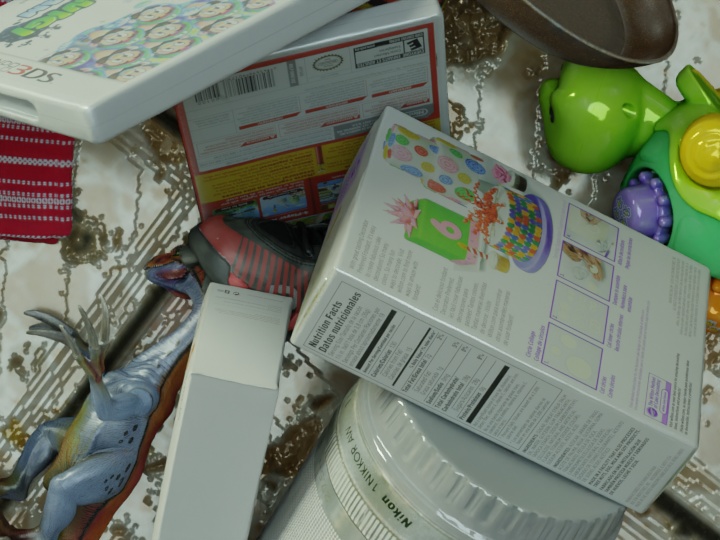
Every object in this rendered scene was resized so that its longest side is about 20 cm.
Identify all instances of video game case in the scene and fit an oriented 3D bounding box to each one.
[{"bbox_3d":[-0.021,-0.062,1.072,0.142,0.200,0.018,-14,56,-4],"label":"video game case"},{"bbox_3d":[-0.107,-0.128,1.006,0.200,0.182,0.024,-32,121,-31],"label":"video game case"}]

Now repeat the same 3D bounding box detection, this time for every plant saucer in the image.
[{"bbox_3d":[0.091,-0.181,1.086,0.200,0.200,0.032,45,120,-4],"label":"plant saucer"}]

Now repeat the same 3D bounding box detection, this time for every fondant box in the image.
[{"bbox_3d":[0.077,0.017,1.009,0.199,0.145,0.058,27,128,-8],"label":"fondant box"}]

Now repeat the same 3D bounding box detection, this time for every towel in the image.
[{"bbox_3d":[-0.199,-0.118,1.083,0.022,0.144,0.201,7,90,35],"label":"towel"}]

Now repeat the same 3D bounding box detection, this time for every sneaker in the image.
[{"bbox_3d":[0.000,0.000,1.094,0.200,0.071,0.098,22,112,-25],"label":"sneaker"}]

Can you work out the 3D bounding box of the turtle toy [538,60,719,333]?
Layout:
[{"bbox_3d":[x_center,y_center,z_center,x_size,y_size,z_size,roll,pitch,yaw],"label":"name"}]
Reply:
[{"bbox_3d":[0.184,-0.045,1.115,0.101,0.146,0.200,-36,92,18],"label":"turtle toy"}]

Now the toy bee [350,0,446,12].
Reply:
[{"bbox_3d":[-0.031,-0.128,1.114,0.131,0.199,0.109,-43,123,-38],"label":"toy bee"}]

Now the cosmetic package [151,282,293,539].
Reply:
[{"bbox_3d":[-0.080,0.112,1.065,0.050,0.083,0.201,11,124,-5],"label":"cosmetic package"}]

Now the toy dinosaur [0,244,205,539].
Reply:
[{"bbox_3d":[-0.139,0.078,1.123,0.181,0.105,0.200,-32,126,-6],"label":"toy dinosaur"}]

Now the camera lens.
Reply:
[{"bbox_3d":[0.037,0.145,1.055,0.159,0.160,0.200,29,122,-4],"label":"camera lens"}]
